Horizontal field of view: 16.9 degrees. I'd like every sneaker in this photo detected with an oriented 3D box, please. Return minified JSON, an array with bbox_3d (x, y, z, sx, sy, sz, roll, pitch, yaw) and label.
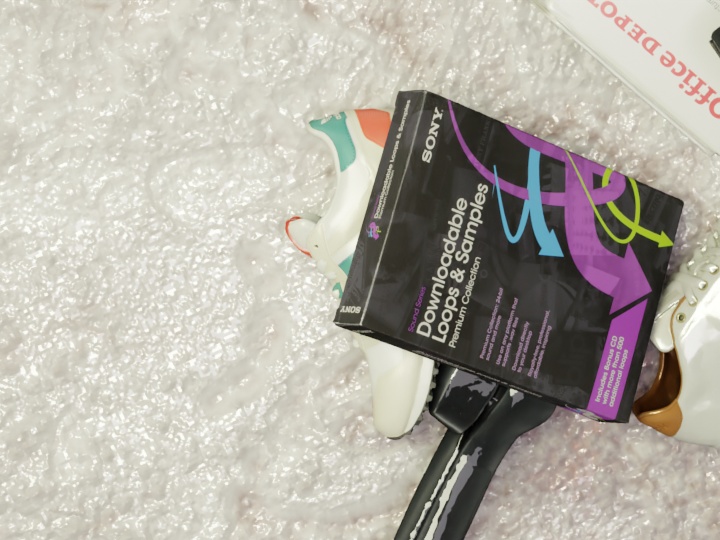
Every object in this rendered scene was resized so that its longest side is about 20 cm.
[{"bbox_3d":[0.000,0.000,1.444,0.093,0.070,0.200,2,97,-5],"label":"sneaker"},{"bbox_3d":[0.215,0.011,1.467,0.084,0.073,0.200,11,102,-11],"label":"sneaker"}]

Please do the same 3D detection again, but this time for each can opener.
[{"bbox_3d":[0.059,0.119,1.477,0.079,0.063,0.200,23,96,-10],"label":"can opener"}]

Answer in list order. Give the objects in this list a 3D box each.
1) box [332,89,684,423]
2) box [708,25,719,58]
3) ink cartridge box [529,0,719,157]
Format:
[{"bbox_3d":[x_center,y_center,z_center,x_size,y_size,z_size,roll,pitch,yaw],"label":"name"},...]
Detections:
[{"bbox_3d":[0.090,-0.006,1.416,0.200,0.036,0.143,20,80,-28],"label":"box"},{"bbox_3d":[0.331,-0.128,1.379,0.200,0.050,0.198,-39,132,15],"label":"box"},{"bbox_3d":[0.212,-0.190,1.417,0.145,0.083,0.200,39,95,-14],"label":"ink cartridge box"}]
